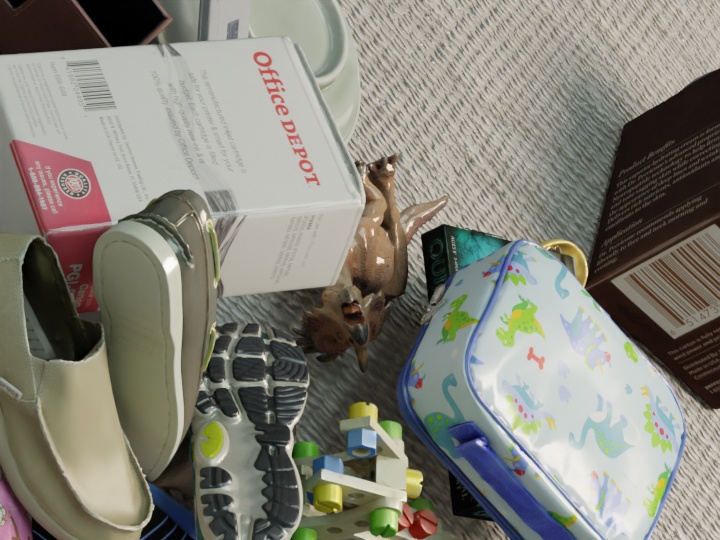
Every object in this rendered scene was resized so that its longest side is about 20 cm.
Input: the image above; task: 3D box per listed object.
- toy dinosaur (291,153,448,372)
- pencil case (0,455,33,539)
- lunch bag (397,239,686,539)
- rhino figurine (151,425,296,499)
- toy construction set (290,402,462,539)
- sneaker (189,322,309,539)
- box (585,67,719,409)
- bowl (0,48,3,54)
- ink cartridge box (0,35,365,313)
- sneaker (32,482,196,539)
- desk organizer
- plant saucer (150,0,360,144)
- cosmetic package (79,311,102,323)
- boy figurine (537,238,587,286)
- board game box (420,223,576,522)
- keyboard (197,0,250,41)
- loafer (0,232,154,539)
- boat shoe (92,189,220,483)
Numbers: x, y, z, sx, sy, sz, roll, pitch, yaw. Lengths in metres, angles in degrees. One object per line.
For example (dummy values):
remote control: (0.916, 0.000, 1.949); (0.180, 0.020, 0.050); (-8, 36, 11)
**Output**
toy dinosaur: (0.000, 0.000, 1.790); (0.200, 0.086, 0.136); (-14, 83, -60)
pencil case: (-0.227, 0.132, 1.462); (0.083, 0.086, 0.201); (41, 37, -55)
lunch bag: (0.118, 0.093, 1.720); (0.200, 0.082, 0.161); (47, 43, -21)
rhino figurine: (-0.124, 0.094, 1.612); (0.199, 0.060, 0.088); (21, 62, -34)
toy construction set: (0.028, 0.163, 1.675); (0.200, 0.131, 0.092); (37, 45, -25)
sneaker: (-0.075, 0.111, 1.561); (0.077, 0.080, 0.201); (8, 44, -5)
box: (0.301, -0.035, 2.059); (0.164, 0.166, 0.200); (40, 44, -21)
bowl: (-0.215, -0.132, 1.671); (0.200, 0.039, 0.201); (26, 50, -35)
ink cartridge box: (-0.116, -0.059, 1.563); (0.199, 0.085, 0.146); (-7, 52, -22)
sneaker: (-0.130, 0.178, 1.547); (0.200, 0.070, 0.078); (29, 47, -31)
desk organizer: (-0.214, -0.200, 1.621); (0.200, 0.077, 0.072); (52, 40, -10)
plant saucer: (-0.063, -0.169, 1.847); (0.200, 0.050, 0.201); (25, 51, -35)
cosmetic package: (-0.114, -0.041, 1.666); (0.051, 0.083, 0.200); (31, 45, 12)
boy figurine: (0.108, 0.050, 1.883); (0.124, 0.064, 0.200); (51, 44, -10)
board game box: (0.107, 0.076, 1.801); (0.135, 0.028, 0.201); (12, 63, -42)
keyboard: (-0.091, -0.153, 1.738); (0.056, 0.011, 0.201); (-35, 136, -55)
loafer: (-0.168, 0.066, 1.449); (0.201, 0.068, 0.076); (61, 32, -8)
boat shoe: (-0.116, 0.040, 1.496); (0.072, 0.202, 0.060); (28, 47, 19)
